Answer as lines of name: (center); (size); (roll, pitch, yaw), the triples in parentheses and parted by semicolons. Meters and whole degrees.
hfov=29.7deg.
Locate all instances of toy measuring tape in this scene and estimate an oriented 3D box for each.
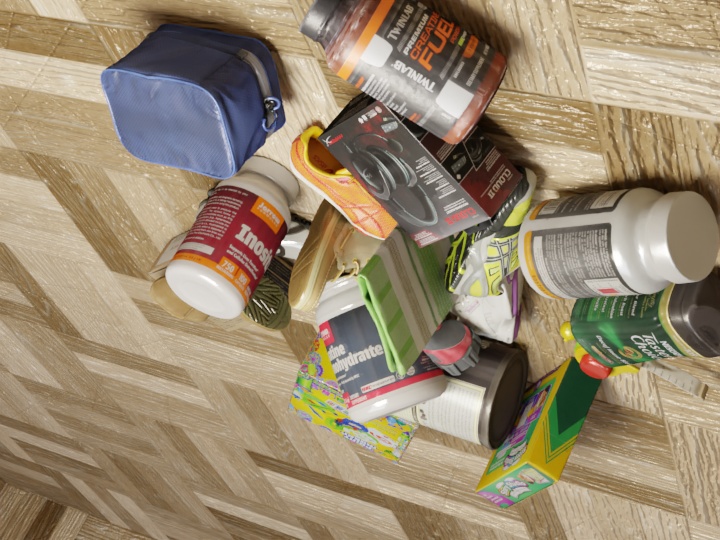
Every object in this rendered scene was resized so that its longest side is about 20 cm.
toy measuring tape: (0.344, 0.120, 1.739); (0.200, 0.074, 0.074); (27, 155, 2)

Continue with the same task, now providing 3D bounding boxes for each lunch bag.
lunch bag: (-0.182, -0.204, 1.580); (0.200, 0.132, 0.136); (16, 136, 26)

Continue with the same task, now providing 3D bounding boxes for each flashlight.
flashlight: (0.081, 0.059, 1.710); (0.068, 0.068, 0.200); (-29, 134, 16)

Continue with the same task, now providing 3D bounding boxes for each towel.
towel: (0.061, 0.008, 1.613); (0.031, 0.200, 0.149); (-3, 122, 34)

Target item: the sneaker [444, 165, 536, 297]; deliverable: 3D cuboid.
sneaker: (0.164, -0.046, 1.585); (0.076, 0.076, 0.200); (12, 138, -15)

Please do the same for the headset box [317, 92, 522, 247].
headset box: (0.071, -0.119, 1.515); (0.200, 0.077, 0.149); (47, 151, -13)

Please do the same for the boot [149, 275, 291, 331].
boot: (-0.204, 0.043, 1.976); (0.175, 0.066, 0.200); (38, 154, -11)

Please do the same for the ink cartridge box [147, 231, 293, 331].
ink cartridge box: (-0.205, 0.008, 2.059); (0.165, 0.075, 0.200); (39, 153, -20)

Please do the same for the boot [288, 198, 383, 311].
boot: (0.000, 0.000, 1.707); (0.155, 0.200, 0.073); (33, 135, -15)

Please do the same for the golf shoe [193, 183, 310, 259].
golf shoe: (-0.139, -0.039, 1.887); (0.200, 0.095, 0.078); (22, 153, 9)

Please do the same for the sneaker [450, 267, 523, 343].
sneaker: (0.158, 0.035, 1.737); (0.099, 0.075, 0.200); (8, 151, 9)

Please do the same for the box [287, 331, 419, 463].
box: (0.007, 0.184, 2.124); (0.200, 0.122, 0.193); (26, 154, 3)

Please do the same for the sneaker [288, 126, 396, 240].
sneaker: (0.000, -0.099, 1.659); (0.200, 0.073, 0.077); (32, 158, -8)

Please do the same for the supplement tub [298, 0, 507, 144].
supplement tub: (0.040, -0.218, 1.361); (0.200, 0.107, 0.107); (30, 155, -7)

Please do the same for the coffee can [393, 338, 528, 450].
coffee can: (0.119, 0.156, 1.932); (0.200, 0.147, 0.146); (16, 152, 23)

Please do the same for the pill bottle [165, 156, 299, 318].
pill bottle: (-0.161, -0.047, 1.766); (0.113, 0.200, 0.113); (22, 154, 11)

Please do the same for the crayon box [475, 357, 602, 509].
crayon box: (0.251, 0.234, 1.918); (0.058, 0.173, 0.200); (29, 155, -4)

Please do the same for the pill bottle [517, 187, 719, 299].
pill bottle: (0.277, -0.029, 1.469); (0.200, 0.117, 0.116); (-4, 140, 49)

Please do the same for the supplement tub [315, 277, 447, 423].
supplement tub: (0.022, 0.092, 1.819); (0.140, 0.140, 0.200); (-36, 72, 62)

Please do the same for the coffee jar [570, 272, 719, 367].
coffee jar: (0.350, 0.058, 1.596); (0.104, 0.085, 0.200); (40, 152, -24)
